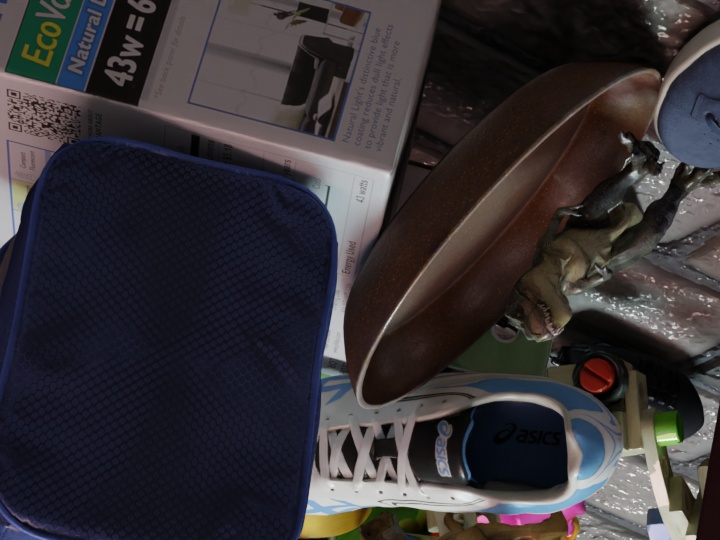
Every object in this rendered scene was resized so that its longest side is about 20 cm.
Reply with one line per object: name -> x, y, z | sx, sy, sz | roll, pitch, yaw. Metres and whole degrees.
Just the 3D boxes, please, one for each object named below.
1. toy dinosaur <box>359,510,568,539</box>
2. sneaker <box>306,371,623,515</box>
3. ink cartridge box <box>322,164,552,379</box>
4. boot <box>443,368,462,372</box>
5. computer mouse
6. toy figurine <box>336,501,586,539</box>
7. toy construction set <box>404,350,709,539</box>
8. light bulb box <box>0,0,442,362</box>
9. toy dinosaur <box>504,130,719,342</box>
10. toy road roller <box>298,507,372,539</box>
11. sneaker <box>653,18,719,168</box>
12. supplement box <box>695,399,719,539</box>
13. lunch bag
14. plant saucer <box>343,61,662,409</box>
toy dinosaur -> 0.060, 0.148, 1.163 | 0.105, 0.061, 0.200 | -7, 180, -21
sneaker -> 0.025, 0.083, 1.154 | 0.198, 0.072, 0.072 | -4, 174, 18
ink cartridge box -> 0.000, 0.000, 1.214 | 0.199, 0.104, 0.059 | 15, 153, -2
boot -> -0.047, 0.074, 1.370 | 0.198, 0.073, 0.156 | 1, 158, -13
computer mouse -> 0.107, 0.036, 1.318 | 0.199, 0.034, 0.059 | 30, 166, -18
toy figurine -> 0.091, 0.136, 1.409 | 0.150, 0.199, 0.185 | 45, 136, 18
toy construction set -> 0.102, 0.115, 1.267 | 0.198, 0.132, 0.092 | -5, 167, 7
light bulb box -> -0.076, -0.073, 1.092 | 0.199, 0.126, 0.199 | 15, 153, 1
toy dinosaur -> 0.122, -0.023, 1.125 | 0.047, 0.200, 0.088 | 45, 116, 10
toy road roller -> -0.091, 0.103, 1.264 | 0.198, 0.123, 0.147 | 4, 113, -6
sneaker -> 0.193, -0.067, 1.013 | 0.075, 0.085, 0.200 | 24, 152, -25
supplement box -> 0.282, 0.120, 1.197 | 0.196, 0.201, 0.133 | 1, 150, 24
lunch bag -> -0.095, 0.062, 1.000 | 0.135, 0.201, 0.132 | 15, 156, -13
plant saucer -> 0.058, -0.023, 1.084 | 0.034, 0.200, 0.201 | 43, 156, 14
